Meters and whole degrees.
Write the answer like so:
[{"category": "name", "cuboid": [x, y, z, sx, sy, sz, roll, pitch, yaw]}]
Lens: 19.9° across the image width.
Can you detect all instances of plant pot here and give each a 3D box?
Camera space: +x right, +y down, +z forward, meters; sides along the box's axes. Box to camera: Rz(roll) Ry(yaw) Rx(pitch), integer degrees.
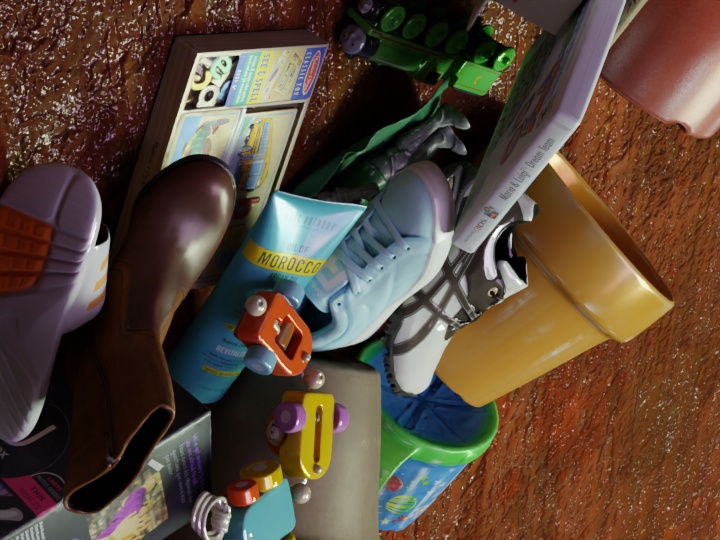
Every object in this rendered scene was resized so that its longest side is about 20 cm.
[{"category": "plant pot", "cuboid": [0.280, -0.227, 1.663, 0.200, 0.201, 0.196, 5, 125, -54]}, {"category": "plant pot", "cuboid": [-0.059, 0.148, 1.603, 0.200, 0.199, 0.176, 9, 97, -55]}, {"category": "plant pot", "cuboid": [0.127, 0.008, 1.701, 0.183, 0.201, 0.200, -40, 150, 11]}]

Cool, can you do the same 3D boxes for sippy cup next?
[{"category": "sippy cup", "cuboid": [0.031, 0.148, 1.763, 0.177, 0.140, 0.131, -4, 135, -39]}]

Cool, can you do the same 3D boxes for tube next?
[{"category": "tube", "cuboid": [-0.076, 0.015, 1.504, 0.077, 0.051, 0.200, 5, 134, -38]}]

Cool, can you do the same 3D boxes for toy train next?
[{"category": "toy train", "cuboid": [0.049, -0.170, 1.549, 0.056, 0.042, 0.200, -51, 150, 19]}, {"category": "toy train", "cuboid": [-0.077, 0.115, 1.467, 0.150, 0.055, 0.201, 47, 54, -46]}]

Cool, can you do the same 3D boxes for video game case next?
[{"category": "video game case", "cuboid": [0.136, -0.132, 1.472, 0.182, 0.024, 0.201, -53, -168, 54]}]

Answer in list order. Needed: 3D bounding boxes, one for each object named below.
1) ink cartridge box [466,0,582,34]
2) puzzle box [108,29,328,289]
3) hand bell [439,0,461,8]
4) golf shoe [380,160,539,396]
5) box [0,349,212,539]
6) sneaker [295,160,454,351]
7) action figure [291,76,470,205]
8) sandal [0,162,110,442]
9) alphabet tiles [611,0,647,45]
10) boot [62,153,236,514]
[{"category": "ink cartridge box", "cuboid": [0.150, -0.252, 1.457, 0.201, 0.067, 0.117, -65, -174, -35]}, {"category": "puzzle box", "cuboid": [-0.103, -0.074, 1.456, 0.133, 0.025, 0.201, -12, 130, -48]}, {"category": "hand bell", "cuboid": [0.079, -0.261, 1.475, 0.104, 0.104, 0.200, -33, 156, -29]}, {"category": "golf shoe", "cuboid": [0.077, 0.018, 1.591, 0.078, 0.094, 0.201, -43, 151, -62]}, {"category": "box", "cuboid": [-0.215, 0.147, 1.436, 0.200, 0.122, 0.106, -31, 142, -32]}, {"category": "sneaker", "cuboid": [0.000, 0.000, 1.528, 0.082, 0.074, 0.200, -19, 151, -43]}, {"category": "action figure", "cuboid": [-0.004, -0.058, 1.573, 0.200, 0.055, 0.118, -37, 159, -15]}, {"category": "sandal", "cuboid": [-0.208, 0.016, 1.364, 0.059, 0.079, 0.208, -21, 138, -53]}, {"category": "alphabet tiles", "cuboid": [0.195, -0.252, 1.529, 0.167, 0.006, 0.201, 125, -23, -54]}, {"category": "boot", "cuboid": [-0.140, 0.035, 1.338, 0.068, 0.200, 0.188, 37, 109, -22]}]
